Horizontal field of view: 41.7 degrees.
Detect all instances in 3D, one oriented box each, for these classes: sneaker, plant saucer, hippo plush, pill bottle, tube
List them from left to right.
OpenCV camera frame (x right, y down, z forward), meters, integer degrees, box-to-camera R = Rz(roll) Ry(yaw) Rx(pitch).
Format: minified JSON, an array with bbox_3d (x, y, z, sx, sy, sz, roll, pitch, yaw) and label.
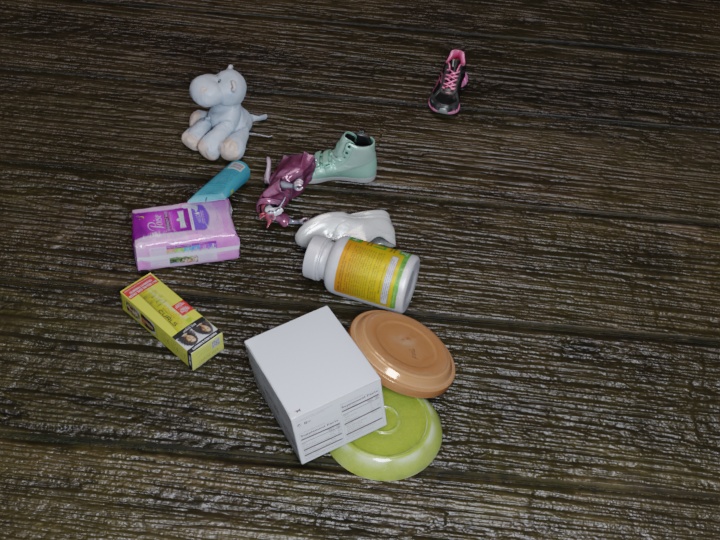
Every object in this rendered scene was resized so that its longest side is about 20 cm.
[{"bbox_3d":[-0.272,-0.169,1.875,0.077,0.051,0.200,-9,19,16],"label":"tube"},{"bbox_3d":[-0.286,-0.338,2.014,0.199,0.161,0.160,-7,46,-12],"label":"hippo plush"},{"bbox_3d":[-0.064,-0.246,1.973,0.199,0.118,0.074,0,47,-3],"label":"sneaker"},{"bbox_3d":[-0.025,-0.063,1.834,0.199,0.075,0.089,-10,59,-16],"label":"sneaker"},{"bbox_3d":[0.000,0.000,1.738,0.199,0.111,0.111,17,46,11],"label":"pill bottle"},{"bbox_3d":[0.037,0.251,1.549,0.199,0.031,0.200,3,45,-3],"label":"plant saucer"},{"bbox_3d":[0.073,0.135,1.615,0.200,0.032,0.201,20,32,-13],"label":"plant saucer"},{"bbox_3d":[0.210,-0.446,2.213,0.079,0.096,0.200,13,47,5],"label":"sneaker"}]

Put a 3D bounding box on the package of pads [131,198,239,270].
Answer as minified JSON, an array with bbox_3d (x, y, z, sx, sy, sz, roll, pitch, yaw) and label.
[{"bbox_3d":[-0.336,-0.071,1.805,0.199,0.076,0.121,-8,43,-13],"label":"package of pads"}]

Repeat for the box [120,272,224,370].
[{"bbox_3d":[-0.333,0.088,1.665,0.200,0.050,0.075,36,53,28],"label":"box"}]

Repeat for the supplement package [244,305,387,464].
[{"bbox_3d":[-0.073,0.179,1.523,0.155,0.111,0.200,-23,43,-15],"label":"supplement package"}]

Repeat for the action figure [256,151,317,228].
[{"bbox_3d":[-0.163,-0.162,1.870,0.148,0.134,0.200,18,44,14],"label":"action figure"}]
